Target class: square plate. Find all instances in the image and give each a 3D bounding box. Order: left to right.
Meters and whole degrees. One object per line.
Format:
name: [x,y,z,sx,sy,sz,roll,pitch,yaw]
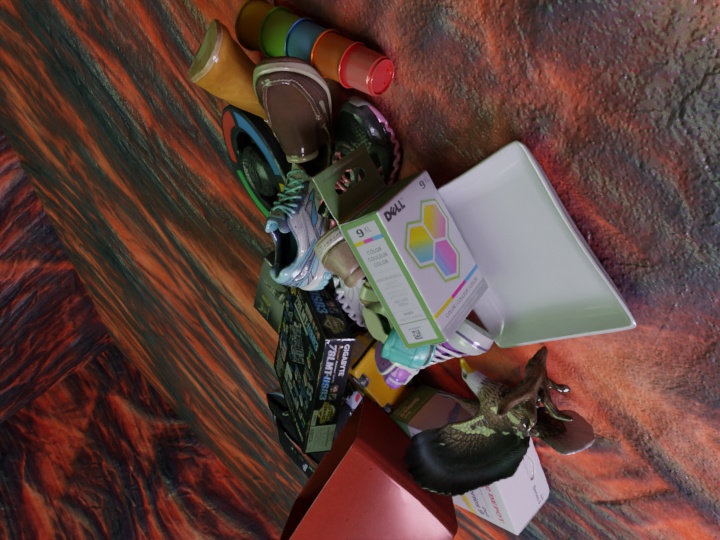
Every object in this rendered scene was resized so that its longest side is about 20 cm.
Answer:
square plate: [0.156,-0.017,0.637,0.201,0.028,0.198,56,152,-5]

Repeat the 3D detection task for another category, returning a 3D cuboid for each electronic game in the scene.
electronic game: [-0.145,-0.145,0.906,0.200,0.041,0.201,47,157,27]

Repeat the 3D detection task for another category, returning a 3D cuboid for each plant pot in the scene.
plant pot: [0.019,0.320,0.831,0.175,0.201,0.200,33,-175,1]

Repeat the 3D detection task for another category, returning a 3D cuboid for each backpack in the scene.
backpack: [-0.085,0.283,1.205,0.189,0.154,0.202,23,134,30]

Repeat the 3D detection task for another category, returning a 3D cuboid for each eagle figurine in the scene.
eagle figurine: [0.156,0.172,0.737,0.201,0.150,0.152,121,147,-43]

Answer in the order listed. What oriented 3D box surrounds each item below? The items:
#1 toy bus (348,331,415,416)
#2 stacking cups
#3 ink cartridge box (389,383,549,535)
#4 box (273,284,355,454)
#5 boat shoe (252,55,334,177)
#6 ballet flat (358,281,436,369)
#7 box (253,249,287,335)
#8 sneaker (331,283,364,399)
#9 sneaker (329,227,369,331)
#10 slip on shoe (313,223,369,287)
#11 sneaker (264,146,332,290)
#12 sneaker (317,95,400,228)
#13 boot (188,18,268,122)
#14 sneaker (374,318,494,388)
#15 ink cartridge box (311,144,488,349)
toy bus: [0.023,0.154,0.928,0.078,0.065,0.201,32,165,37]
stacking cups: [-0.053,-0.237,0.668,0.199,0.060,0.061,34,147,31]
ink cartridge box: [0.153,0.263,0.894,0.199,0.087,0.147,5,126,52]
box: [-0.073,0.120,0.903,0.200,0.049,0.201,-123,41,-53]
boat shoe: [-0.061,-0.156,0.680,0.202,0.074,0.076,42,-139,-75]
ballet flat: [0.034,0.040,0.741,0.201,0.070,0.068,-106,37,-61]
box: [-0.118,0.068,1.119,0.159,0.048,0.200,47,151,10]
sneaker: [-0.043,0.097,0.968,0.085,0.076,0.203,28,118,45]
sneaker: [0.000,0.000,0.851,0.081,0.075,0.201,-25,101,52]
slip on shoe: [0.011,-0.014,0.716,0.061,0.076,0.200,53,-169,12]
sneaker: [-0.075,-0.075,0.790,0.077,0.086,0.203,1,90,46]
sneaker: [-0.010,-0.100,0.725,0.079,0.095,0.202,34,145,33]
boot: [-0.120,-0.216,0.716,0.143,0.072,0.201,23,-176,-21]
sneaker: [0.081,0.101,0.759,0.072,0.115,0.200,29,173,-21]
ink cartridge box: [0.045,-0.034,0.635,0.059,0.104,0.202,-19,106,43]
